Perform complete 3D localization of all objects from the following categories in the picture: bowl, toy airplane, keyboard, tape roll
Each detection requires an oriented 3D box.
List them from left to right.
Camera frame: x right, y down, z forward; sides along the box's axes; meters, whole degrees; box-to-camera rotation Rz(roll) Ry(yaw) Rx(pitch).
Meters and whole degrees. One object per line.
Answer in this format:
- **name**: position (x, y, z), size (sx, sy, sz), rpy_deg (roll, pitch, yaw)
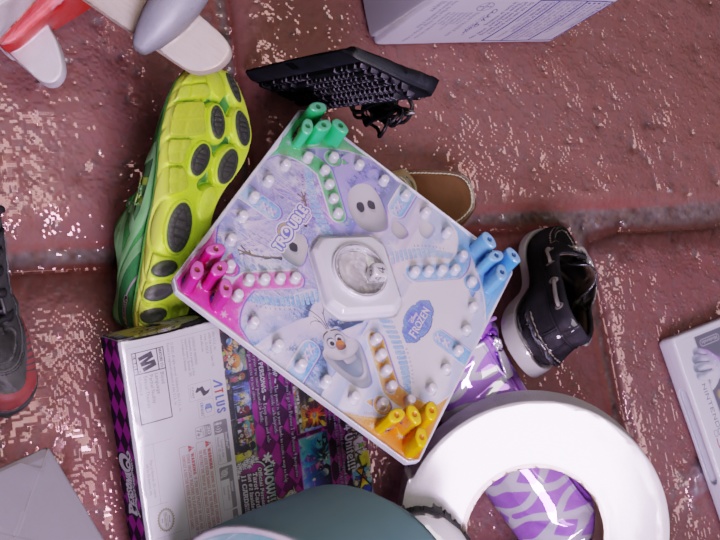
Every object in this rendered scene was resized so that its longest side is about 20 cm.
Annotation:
- **toy airplane**: position (-0.187, -0.227, 0.866), size (0.198, 0.141, 0.201), rpy_deg (1, 65, -13)
- **bowl**: position (-0.012, 0.216, 0.805), size (0.202, 0.200, 0.105), rpy_deg (56, 42, -6)
- **keyboard**: position (-0.010, -0.122, 0.919), size (0.103, 0.200, 0.040), rpy_deg (15, 88, -24)
- **tape roll**: position (0.125, 0.189, 0.939), size (0.201, 0.037, 0.205), rpy_deg (0, 99, -1)

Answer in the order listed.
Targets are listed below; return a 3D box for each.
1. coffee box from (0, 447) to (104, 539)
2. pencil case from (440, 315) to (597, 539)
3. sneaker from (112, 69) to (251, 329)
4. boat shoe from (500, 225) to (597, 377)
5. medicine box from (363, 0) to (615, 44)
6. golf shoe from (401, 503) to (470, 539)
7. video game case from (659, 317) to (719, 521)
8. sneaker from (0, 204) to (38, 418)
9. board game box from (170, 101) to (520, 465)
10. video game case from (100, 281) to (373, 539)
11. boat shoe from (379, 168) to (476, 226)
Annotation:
- **coffee box**: position (-0.213, 0.195, 0.695), size (0.112, 0.201, 0.080), rpy_deg (-23, 65, -34)
- **pencil case**: position (0.120, 0.129, 0.989), size (0.201, 0.085, 0.084), rpy_deg (56, 34, -8)
- **sneaker**: position (-0.135, -0.050, 0.879), size (0.074, 0.083, 0.202), rpy_deg (23, 76, -43)
- **boat shoe**: position (0.160, 0.012, 1.014), size (0.074, 0.060, 0.200), rpy_deg (55, 27, -10)
- **medicine box**: position (0.098, -0.296, 1.081), size (0.199, 0.103, 0.184), rpy_deg (-6, 80, -32)
- **golf shoe**: position (0.057, 0.265, 0.882), size (0.077, 0.094, 0.202), rpy_deg (-10, 92, 5)
- **video game case**: position (0.379, 0.125, 1.183), size (0.199, 0.023, 0.183), rpy_deg (-16, 86, -33)
- **sneaker**: position (-0.253, -0.003, 0.794), size (0.071, 0.098, 0.202), rpy_deg (-24, 91, -35)
- **board game box**: position (0.000, 0.000, 0.875), size (0.199, 0.026, 0.201), rpy_deg (37, 50, -6)
- **video game case**: position (-0.076, 0.121, 0.866), size (0.180, 0.036, 0.202), rpy_deg (-14, 104, -33)
- **boat shoe**: position (0.012, -0.040, 0.977), size (0.199, 0.074, 0.076), rpy_deg (-16, 85, -33)
